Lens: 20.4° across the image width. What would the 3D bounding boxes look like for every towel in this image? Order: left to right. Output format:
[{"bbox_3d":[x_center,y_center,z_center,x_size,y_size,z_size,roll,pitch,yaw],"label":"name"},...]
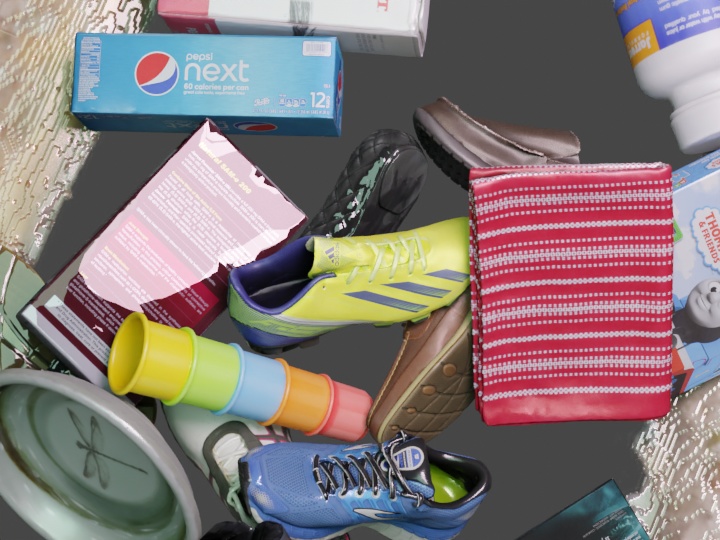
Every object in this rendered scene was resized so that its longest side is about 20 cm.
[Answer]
[{"bbox_3d":[0.149,0.020,1.410,0.144,0.023,0.201,-1,116,5],"label":"towel"}]

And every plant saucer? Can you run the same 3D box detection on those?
[{"bbox_3d":[-0.191,0.137,1.441,0.200,0.200,0.050,33,51,8],"label":"plant saucer"}]

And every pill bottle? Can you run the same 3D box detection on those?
[{"bbox_3d":[0.245,-0.193,1.470,0.111,0.112,0.201,-16,81,2],"label":"pill bottle"}]

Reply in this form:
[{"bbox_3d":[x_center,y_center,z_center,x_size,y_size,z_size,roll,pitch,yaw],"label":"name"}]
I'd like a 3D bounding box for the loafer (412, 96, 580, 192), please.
[{"bbox_3d":[0.131,-0.076,1.489,0.199,0.073,0.071,32,82,-2],"label":"loafer"}]

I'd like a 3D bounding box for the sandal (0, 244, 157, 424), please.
[{"bbox_3d":[-0.238,0.061,1.505,0.200,0.054,0.080,41,79,-7],"label":"sandal"}]

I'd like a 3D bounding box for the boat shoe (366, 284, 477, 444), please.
[{"bbox_3d":[0.067,0.044,1.480,0.067,0.072,0.200,32,83,36],"label":"boat shoe"}]

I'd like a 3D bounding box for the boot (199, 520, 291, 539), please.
[{"bbox_3d":[-0.019,0.260,1.361,0.164,0.066,0.201,-15,104,35],"label":"boot"}]

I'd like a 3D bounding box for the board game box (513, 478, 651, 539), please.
[{"bbox_3d":[0.144,0.247,1.404,0.199,0.028,0.136,-25,80,-38],"label":"board game box"}]

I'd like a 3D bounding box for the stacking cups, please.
[{"bbox_3d":[-0.080,0.085,1.436,0.199,0.060,0.061,18,83,-27],"label":"stacking cups"}]

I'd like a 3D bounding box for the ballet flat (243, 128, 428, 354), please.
[{"bbox_3d":[-0.019,-0.019,1.505,0.066,0.057,0.200,39,89,-31],"label":"ballet flat"}]

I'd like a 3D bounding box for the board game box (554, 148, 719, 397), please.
[{"bbox_3d":[0.253,-0.002,1.449,0.199,0.037,0.152,-27,112,0],"label":"board game box"}]

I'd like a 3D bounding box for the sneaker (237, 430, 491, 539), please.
[{"bbox_3d":[0.005,0.144,1.411,0.199,0.089,0.079,6,55,-31],"label":"sneaker"}]

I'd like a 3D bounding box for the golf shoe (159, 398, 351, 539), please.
[{"bbox_3d":[-0.078,0.143,1.463,0.077,0.088,0.200,-40,80,0],"label":"golf shoe"}]

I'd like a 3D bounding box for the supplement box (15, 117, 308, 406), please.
[{"bbox_3d":[-0.146,-0.003,1.472,0.109,0.061,0.200,45,78,-8],"label":"supplement box"}]

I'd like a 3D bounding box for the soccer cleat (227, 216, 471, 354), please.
[{"bbox_3d":[0.000,0.001,1.432,0.199,0.084,0.065,-18,48,2],"label":"soccer cleat"}]

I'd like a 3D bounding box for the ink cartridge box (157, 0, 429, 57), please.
[{"bbox_3d":[-0.043,-0.246,1.512,0.199,0.085,0.147,5,83,7],"label":"ink cartridge box"}]

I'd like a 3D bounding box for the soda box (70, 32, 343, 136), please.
[{"bbox_3d":[-0.114,-0.140,1.511,0.199,0.068,0.065,2,82,4],"label":"soda box"}]
